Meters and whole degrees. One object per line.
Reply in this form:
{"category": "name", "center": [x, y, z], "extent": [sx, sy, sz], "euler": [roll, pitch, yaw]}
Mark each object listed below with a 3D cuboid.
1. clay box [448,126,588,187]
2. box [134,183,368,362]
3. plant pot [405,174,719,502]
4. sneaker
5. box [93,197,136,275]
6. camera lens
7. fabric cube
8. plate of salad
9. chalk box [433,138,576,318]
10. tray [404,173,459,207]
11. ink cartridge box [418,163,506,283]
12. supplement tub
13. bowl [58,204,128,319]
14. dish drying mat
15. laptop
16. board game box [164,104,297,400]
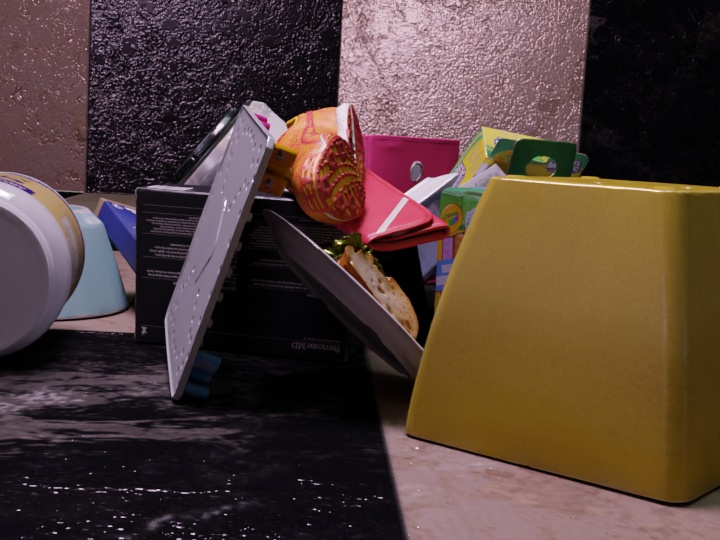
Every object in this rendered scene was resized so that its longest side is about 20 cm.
{"category": "clay box", "center": [0.157, -0.089, 1.243], "extent": [0.115, 0.048, 0.200], "euler": [9, -36, -20]}
{"category": "box", "center": [-0.097, -0.002, 1.008], "extent": [0.200, 0.141, 0.079], "euler": [5, 8, 13]}
{"category": "plant pot", "center": [0.169, 0.028, 0.750], "extent": [0.200, 0.177, 0.200], "euler": [8, 9, 39]}
{"category": "sneaker", "center": [-0.038, -0.078, 0.887], "extent": [0.077, 0.073, 0.200], "euler": [-14, 17, 7]}
{"category": "box", "center": [-0.201, -0.015, 1.200], "extent": [0.121, 0.032, 0.200], "euler": [17, 16, -36]}
{"category": "camera lens", "center": [-0.108, -0.085, 1.306], "extent": [0.200, 0.160, 0.160], "euler": [41, 0, -12]}
{"category": "fabric cube", "center": [0.000, -0.089, 1.537], "extent": [0.200, 0.200, 0.196], "euler": [9, 8, 43]}
{"category": "plate of salad", "center": [0.003, 0.018, 0.856], "extent": [0.200, 0.048, 0.200], "euler": [43, -7, 6]}
{"category": "chalk box", "center": [0.145, -0.012, 0.960], "extent": [0.125, 0.200, 0.124], "euler": [1, 7, -23]}
{"category": "tray", "center": [0.033, -0.041, 1.157], "extent": [0.107, 0.022, 0.200], "euler": [-36, -7, -20]}
{"category": "ink cartridge box", "center": [0.078, -0.024, 1.195], "extent": [0.109, 0.050, 0.200], "euler": [-32, -11, -39]}
{"category": "supplement tub", "center": [-0.311, -0.007, 0.936], "extent": [0.145, 0.146, 0.200], "euler": [2, 7, -10]}
{"category": "bowl", "center": [-0.344, -0.015, 1.168], "extent": [0.200, 0.105, 0.201], "euler": [2, 7, 0]}
{"category": "dish drying mat", "center": [-0.007, -0.063, 0.930], "extent": [0.077, 0.018, 0.200], "euler": [-15, 29, -23]}
{"category": "laptop", "center": [0.000, 0.000, 1.129], "extent": [0.187, 0.200, 0.116], "euler": [6, 37, 25]}
{"category": "board game box", "center": [-0.106, -0.020, 0.872], "extent": [0.026, 0.200, 0.200], "euler": [18, 11, -15]}
